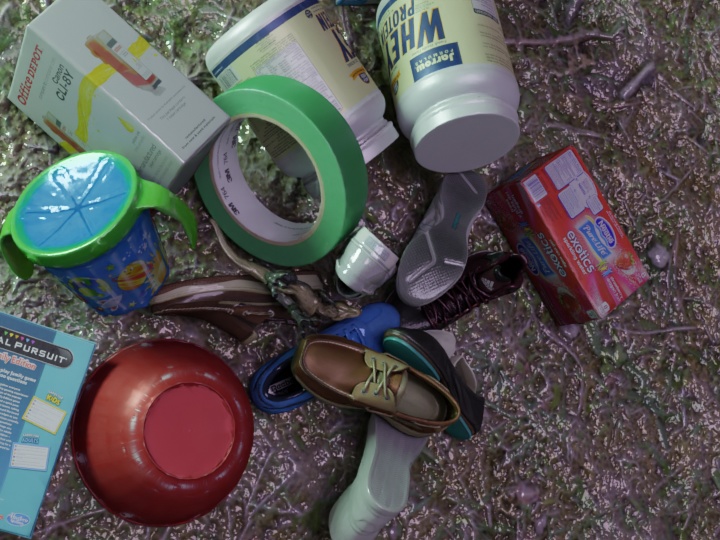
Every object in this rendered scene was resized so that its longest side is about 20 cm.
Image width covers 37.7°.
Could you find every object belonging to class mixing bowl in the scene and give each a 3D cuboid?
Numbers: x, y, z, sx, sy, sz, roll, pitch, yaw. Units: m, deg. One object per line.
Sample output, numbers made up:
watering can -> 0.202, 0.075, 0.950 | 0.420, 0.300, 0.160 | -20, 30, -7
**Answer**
mixing bowl -> -0.189, 0.166, 1.086 | 0.198, 0.108, 0.202 | 4, 81, -24

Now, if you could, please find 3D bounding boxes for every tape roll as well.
tape roll -> -0.088, -0.104, 1.122 | 0.201, 0.200, 0.048 | 56, 42, -6

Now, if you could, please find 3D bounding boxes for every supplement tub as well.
supplement tub -> -0.062, -0.197, 1.181 | 0.145, 0.145, 0.201 | -40, 99, -24
supplement tub -> 0.103, -0.232, 1.228 | 0.144, 0.145, 0.202 | 1, 63, -24

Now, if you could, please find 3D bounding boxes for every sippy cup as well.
sippy cup -> -0.259, -0.027, 1.062 | 0.140, 0.177, 0.131 | -53, 144, -23

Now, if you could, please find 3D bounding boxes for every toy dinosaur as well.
toy dinosaur -> -0.078, 0.019, 1.108 | 0.199, 0.088, 0.048 | 35, 100, -26

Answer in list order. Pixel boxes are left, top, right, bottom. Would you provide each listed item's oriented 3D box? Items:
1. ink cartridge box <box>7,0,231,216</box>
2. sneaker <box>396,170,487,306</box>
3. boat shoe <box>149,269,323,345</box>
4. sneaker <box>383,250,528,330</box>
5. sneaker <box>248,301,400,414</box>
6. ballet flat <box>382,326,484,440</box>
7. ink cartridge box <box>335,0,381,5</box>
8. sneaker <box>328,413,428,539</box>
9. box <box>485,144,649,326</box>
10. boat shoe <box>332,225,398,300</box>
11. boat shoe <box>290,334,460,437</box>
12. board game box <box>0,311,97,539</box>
ink cartridge box -> -0.250, -0.166, 1.075 | 0.200, 0.145, 0.084 | 42, 57, -5
sneaker -> 0.092, -0.027, 1.237 | 0.070, 0.080, 0.201 | 29, 54, 0
boat shoe -> -0.129, 0.044, 1.151 | 0.201, 0.075, 0.076 | -5, 85, -25
sneaker -> 0.116, 0.023, 1.241 | 0.199, 0.115, 0.076 | -32, 95, -25
sneaker -> -0.032, 0.097, 1.170 | 0.199, 0.078, 0.066 | -30, 88, -17
ballet flat -> 0.089, 0.114, 1.223 | 0.069, 0.068, 0.201 | -57, 133, -28
ink cartridge box -> 0.074, -0.380, 1.288 | 0.198, 0.116, 0.069 | -9, 84, -26
sneaker -> 0.015, 0.226, 1.188 | 0.073, 0.116, 0.200 | 32, 34, -4
box -> 0.258, -0.041, 1.327 | 0.099, 0.095, 0.201 | -35, 97, -24
boat shoe -> 0.000, 0.000, 1.159 | 0.072, 0.200, 0.069 | 43, 87, -5
boat shoe -> 0.023, 0.119, 1.127 | 0.199, 0.074, 0.076 | 24, 69, -25
board game box -> -0.366, 0.145, 1.042 | 0.150, 0.047, 0.202 | 22, 73, -20
